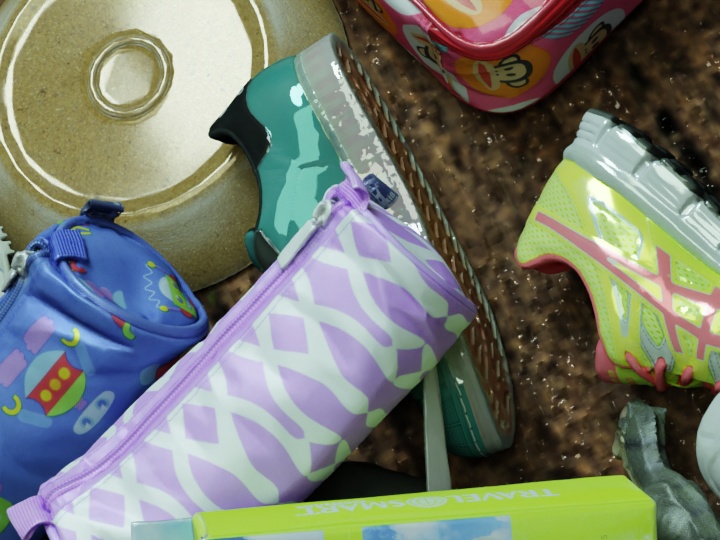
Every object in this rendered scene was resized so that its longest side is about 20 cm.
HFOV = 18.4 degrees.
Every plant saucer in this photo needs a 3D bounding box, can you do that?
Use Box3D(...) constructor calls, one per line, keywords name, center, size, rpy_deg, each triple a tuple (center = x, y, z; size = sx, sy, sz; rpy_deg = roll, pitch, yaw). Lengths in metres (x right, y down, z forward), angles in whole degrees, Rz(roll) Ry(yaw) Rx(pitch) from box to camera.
Box3D(name="plant saucer", center=(-0.104, -0.086, 1.050), size=(0.199, 0.035, 0.201), rpy_deg=(-5, 72, 14))

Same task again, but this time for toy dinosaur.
Box3D(name="toy dinosaur", center=(0.135, 0.139, 0.895), size=(0.200, 0.047, 0.088), rpy_deg=(55, 127, 40))

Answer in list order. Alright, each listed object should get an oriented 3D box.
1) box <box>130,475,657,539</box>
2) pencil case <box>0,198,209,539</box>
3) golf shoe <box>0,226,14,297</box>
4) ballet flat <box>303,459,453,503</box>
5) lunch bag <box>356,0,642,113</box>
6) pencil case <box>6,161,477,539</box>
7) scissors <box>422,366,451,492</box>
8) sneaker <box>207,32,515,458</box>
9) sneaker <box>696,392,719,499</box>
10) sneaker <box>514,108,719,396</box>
Box3D(name="box", center=(0.015, 0.149, 0.857), size=(0.199, 0.048, 0.123), rpy_deg=(-4, 97, -8))
Box3D(name="pencil case", center=(-0.150, 0.066, 0.954), size=(0.200, 0.087, 0.078), rpy_deg=(-52, 23, 19))
Box3D(name="golf shoe", center=(-0.220, -0.025, 1.020), size=(0.078, 0.097, 0.201), rpy_deg=(-34, 64, 36))
Box3D(name="ballet flat", center=(-0.050, 0.111, 0.959), size=(0.199, 0.068, 0.069), rpy_deg=(-19, 61, 8))
Box3D(name="lunch bag", center=(0.058, -0.189, 1.019), size=(0.176, 0.082, 0.200), rpy_deg=(-44, 65, -7))
Box3D(name="pencil case", center=(-0.042, 0.052, 0.893), size=(0.200, 0.085, 0.084), rpy_deg=(-48, 42, 2))
Box3D(name="scissors", center=(0.031, 0.127, 0.906), size=(0.073, 0.014, 0.201), rpy_deg=(-18, 93, -31))
Box3D(name="sneaker", center=(0.000, 0.000, 0.976), size=(0.080, 0.071, 0.201), rpy_deg=(-29, 76, 15))
Box3D(name="sneaker", center=(0.215, 0.120, 0.839), size=(0.199, 0.099, 0.078), rpy_deg=(30, 105, -7))
Box3D(name="sneaker", center=(0.145, 0.025, 0.935), size=(0.090, 0.078, 0.200), rpy_deg=(-49, 65, 10))
